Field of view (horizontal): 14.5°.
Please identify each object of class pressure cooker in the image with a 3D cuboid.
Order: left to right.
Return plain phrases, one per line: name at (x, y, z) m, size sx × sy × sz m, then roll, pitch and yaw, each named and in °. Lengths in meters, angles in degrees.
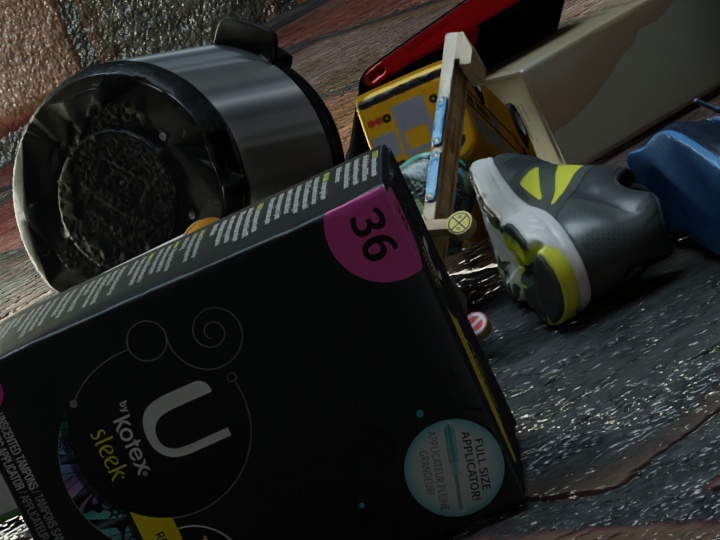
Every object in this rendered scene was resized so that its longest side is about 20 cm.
pressure cooker at (-0.107, -0.056, 1.830) m, size 0.176 × 0.179 × 0.200 m, roll -33°, pitch -7°, yaw 29°

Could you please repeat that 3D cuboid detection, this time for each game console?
game console at (0.058, -0.118, 1.916) m, size 0.177 × 0.031 × 0.200 m, roll -32°, pitch -23°, yaw -21°

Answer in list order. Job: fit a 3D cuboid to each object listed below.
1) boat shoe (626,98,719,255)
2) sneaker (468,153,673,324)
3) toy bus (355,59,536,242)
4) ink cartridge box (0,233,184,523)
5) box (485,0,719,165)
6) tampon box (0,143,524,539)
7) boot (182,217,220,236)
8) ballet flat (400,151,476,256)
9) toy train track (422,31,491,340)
boat shoe at (0.188, -0.058, 1.455) m, size 0.069 × 0.084 × 0.200 m, roll -24°, pitch 12°, yaw -5°
sneaker at (0.115, -0.022, 1.516) m, size 0.084 × 0.075 × 0.200 m, roll -19°, pitch 18°, yaw -3°
toy bus at (0.060, -0.071, 1.709) m, size 0.065 × 0.078 × 0.200 m, roll -24°, pitch -18°, yaw 12°
ink cartridge box at (-0.156, 0.061, 1.655) m, size 0.146 × 0.084 × 0.200 m, roll -24°, pitch 11°, yaw 25°
box at (0.175, -0.136, 1.883) m, size 0.200 × 0.078 × 0.095 m, roll -31°, pitch 10°, yaw -27°
tampon box at (-0.048, 0.059, 1.231) m, size 0.200 × 0.150 × 0.126 m, roll -25°, pitch 10°, yaw 5°
boot at (-0.037, -0.002, 1.584) m, size 0.144 × 0.071 × 0.201 m, roll -41°, pitch 26°, yaw 22°
ballet flat at (0.000, 0.000, 1.632) m, size 0.074 × 0.074 × 0.200 m, roll -33°, pitch -6°, yaw -35°
toy train track at (0.052, -0.034, 1.472) m, size 0.032 × 0.115 × 0.200 m, roll -4°, pitch 62°, yaw 22°
